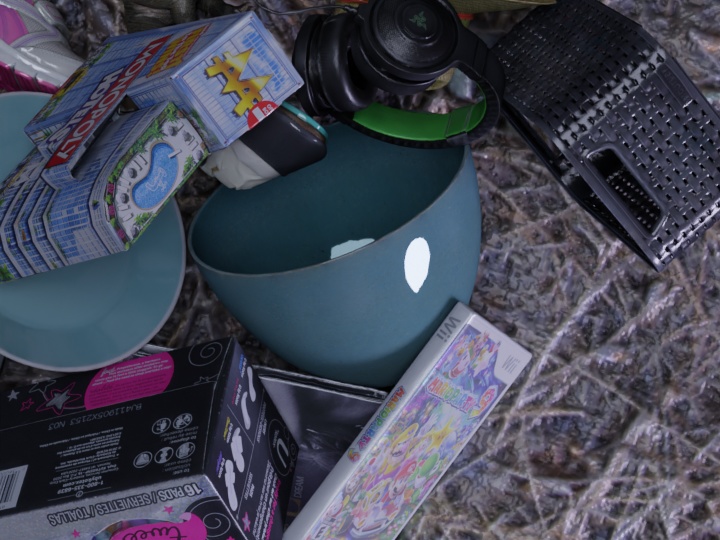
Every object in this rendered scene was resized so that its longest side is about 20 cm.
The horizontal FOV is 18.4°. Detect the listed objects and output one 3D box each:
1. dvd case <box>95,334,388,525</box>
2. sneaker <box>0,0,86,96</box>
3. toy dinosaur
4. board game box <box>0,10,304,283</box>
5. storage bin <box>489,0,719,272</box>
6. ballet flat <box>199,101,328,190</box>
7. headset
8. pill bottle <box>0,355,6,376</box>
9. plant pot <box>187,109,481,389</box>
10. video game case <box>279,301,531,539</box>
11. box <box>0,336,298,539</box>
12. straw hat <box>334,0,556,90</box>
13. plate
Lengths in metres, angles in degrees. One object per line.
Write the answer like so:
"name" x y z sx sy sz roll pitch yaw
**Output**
"dvd case" -0.087 0.117 1.536 0.199 0.016 0.149 12 135 3
"sneaker" -0.244 -0.180 1.556 0.200 0.081 0.088 34 77 -1
"toy dinosaur" -0.122 -0.213 1.569 0.102 0.077 0.200 35 108 17
"board game box" -0.141 -0.090 1.417 0.062 0.199 0.200 52 51 -21
"storage bin" 0.165 -0.098 1.472 0.094 0.200 0.135 -41 112 1
"ballet flat" -0.078 -0.089 1.501 0.073 0.200 0.073 -5 105 -19
"headset" 0.008 -0.151 1.411 0.200 0.123 0.094 34 55 -36
"pill bottle" -0.298 0.037 1.544 0.115 0.116 0.201 19 90 2
"plant pot" 0.000 0.000 1.511 0.199 0.200 0.135 -22 118 2
"video game case" 0.034 0.120 1.519 0.018 0.143 0.200 37 91 25
"box" -0.157 0.146 1.472 0.199 0.132 0.115 -14 128 20
"straw hat" 0.026 -0.164 1.501 0.200 0.201 0.085 12 103 2
"plate" -0.211 -0.025 1.489 0.199 0.026 0.201 13 64 -27
